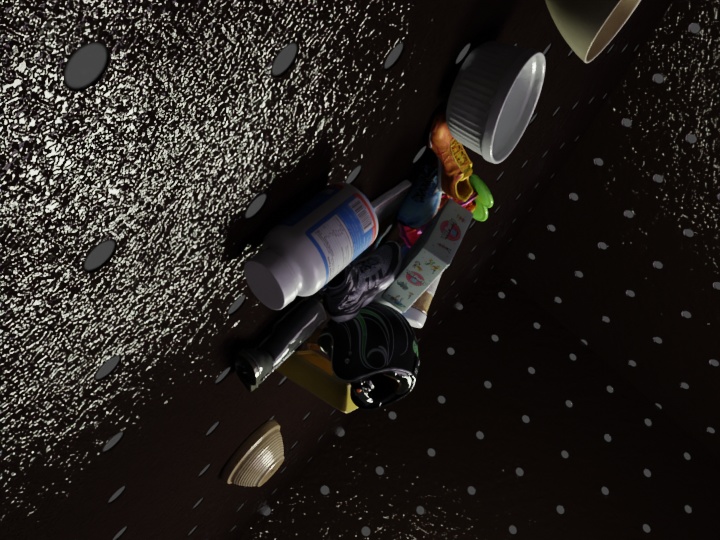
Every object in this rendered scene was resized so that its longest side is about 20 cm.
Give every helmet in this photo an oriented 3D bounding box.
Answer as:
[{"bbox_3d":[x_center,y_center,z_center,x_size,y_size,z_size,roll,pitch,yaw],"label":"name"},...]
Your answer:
[{"bbox_3d":[0.016,0.159,1.562,0.196,0.193,0.202,-9,143,-7],"label":"helmet"}]

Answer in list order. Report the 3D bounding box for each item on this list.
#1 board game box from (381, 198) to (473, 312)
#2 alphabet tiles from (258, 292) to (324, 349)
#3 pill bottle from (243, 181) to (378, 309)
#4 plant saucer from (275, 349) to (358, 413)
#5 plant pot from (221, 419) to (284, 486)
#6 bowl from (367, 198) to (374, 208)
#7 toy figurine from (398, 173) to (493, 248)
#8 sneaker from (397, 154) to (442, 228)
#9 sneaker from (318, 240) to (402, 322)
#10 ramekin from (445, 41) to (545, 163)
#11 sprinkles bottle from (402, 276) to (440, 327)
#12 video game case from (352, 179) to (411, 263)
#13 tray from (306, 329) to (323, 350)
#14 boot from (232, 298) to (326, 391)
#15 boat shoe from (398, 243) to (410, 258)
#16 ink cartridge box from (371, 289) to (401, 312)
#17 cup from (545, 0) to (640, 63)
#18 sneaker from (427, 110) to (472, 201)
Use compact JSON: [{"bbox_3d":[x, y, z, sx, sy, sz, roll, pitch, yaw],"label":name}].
[{"bbox_3d":[0.131,-0.027,1.544,0.148,0.064,0.201,-59,-178,-37],"label":"board game box"},{"bbox_3d":[-0.138,0.110,1.564,0.200,0.006,0.167,-42,164,-32],"label":"alphabet tiles"},{"bbox_3d":[-0.073,-0.034,1.132,0.199,0.112,0.113,-40,165,-34],"label":"pill bottle"},{"bbox_3d":[-0.081,0.229,1.689,0.049,0.198,0.200,-61,167,3],"label":"plant saucer"},{"bbox_3d":[-0.266,0.499,2.052,0.201,0.092,0.201,-47,167,-15],"label":"plant pot"},{"bbox_3d":[-0.047,-0.046,1.355,0.201,0.039,0.201,-47,167,-14],"label":"bowl"},{"bbox_3d":[0.168,-0.117,1.662,0.183,0.151,0.200,-37,-168,-10],"label":"toy figurine"},{"bbox_3d":[0.132,-0.179,1.562,0.202,0.078,0.090,-56,151,-11],"label":"sneaker"},{"bbox_3d":[0.000,0.000,1.494,0.200,0.075,0.114,-46,143,-14],"label":"sneaker"},{"bbox_3d":[0.232,-0.300,1.358,0.200,0.104,0.202,-48,154,-32],"label":"ramekin"},{"bbox_3d":[0.141,0.023,1.732,0.068,0.067,0.203,78,33,-75],"label":"sprinkles bottle"},{"bbox_3d":[0.021,-0.080,1.542,0.143,0.017,0.201,-37,162,-47],"label":"video game case"},{"bbox_3d":[-0.018,0.158,1.706,0.099,0.196,0.038,110,-15,-77],"label":"tray"},{"bbox_3d":[-0.142,0.129,1.439,0.199,0.073,0.182,-37,175,-18],"label":"boot"},{"bbox_3d":[0.081,0.032,1.773,0.072,0.072,0.204,-21,117,-47],"label":"boat shoe"},{"bbox_3d":[0.013,0.081,1.688,0.201,0.134,0.078,110,-17,-56],"label":"ink cartridge box"},{"bbox_3d":[0.416,-0.503,1.406,0.201,0.143,0.201,-47,167,-14],"label":"cup"},{"bbox_3d":[0.178,-0.217,1.464,0.073,0.076,0.201,-49,142,-21],"label":"sneaker"}]
